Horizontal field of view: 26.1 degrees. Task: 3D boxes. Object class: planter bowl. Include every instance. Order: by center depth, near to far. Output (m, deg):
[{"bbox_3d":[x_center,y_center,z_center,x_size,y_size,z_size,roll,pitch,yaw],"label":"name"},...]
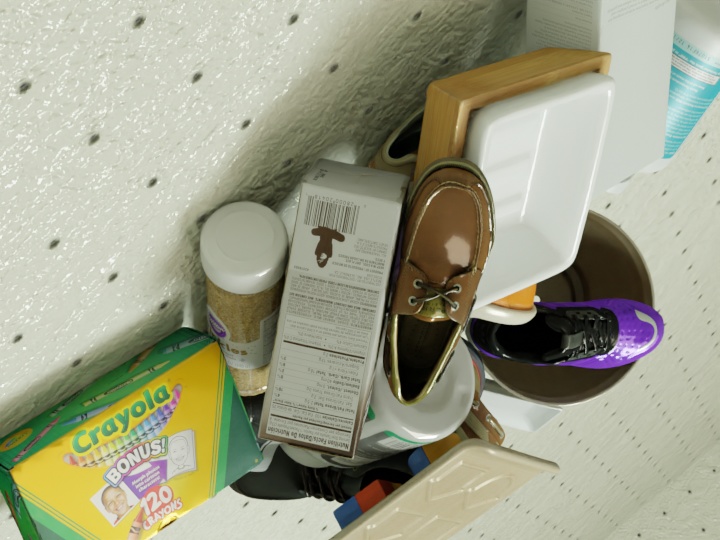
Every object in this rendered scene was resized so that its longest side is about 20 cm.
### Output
[{"bbox_3d":[0.195,0.034,1.627,0.200,0.201,0.135,-42,-176,-3],"label":"planter bowl"}]

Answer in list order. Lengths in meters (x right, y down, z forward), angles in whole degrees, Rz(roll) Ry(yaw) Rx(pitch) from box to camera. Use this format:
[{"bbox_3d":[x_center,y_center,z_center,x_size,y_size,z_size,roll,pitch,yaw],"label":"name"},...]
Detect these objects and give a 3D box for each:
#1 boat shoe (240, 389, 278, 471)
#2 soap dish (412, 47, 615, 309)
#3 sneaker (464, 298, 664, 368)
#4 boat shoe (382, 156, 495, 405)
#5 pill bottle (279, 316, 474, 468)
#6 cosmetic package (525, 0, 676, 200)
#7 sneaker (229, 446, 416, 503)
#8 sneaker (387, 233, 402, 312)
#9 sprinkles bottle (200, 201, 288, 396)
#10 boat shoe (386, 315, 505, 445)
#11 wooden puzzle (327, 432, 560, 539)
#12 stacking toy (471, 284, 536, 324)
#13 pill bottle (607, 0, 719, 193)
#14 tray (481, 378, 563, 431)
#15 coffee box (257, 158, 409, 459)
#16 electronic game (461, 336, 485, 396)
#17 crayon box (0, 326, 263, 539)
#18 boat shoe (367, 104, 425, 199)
[{"bbox_3d":[-0.109,0.143,1.403,0.067,0.075,0.199,-2,170,-15],"label":"boat shoe"},{"bbox_3d":[0.112,-0.075,1.227,0.156,0.081,0.202,-21,136,-33],"label":"soap dish"},{"bbox_3d":[0.204,0.065,1.510,0.197,0.071,0.100,-1,-177,-4],"label":"sneaker"},{"bbox_3d":[0.059,0.014,1.161,0.068,0.071,0.202,-81,179,-53],"label":"boat shoe"},{"bbox_3d":[0.004,0.112,1.380,0.112,0.114,0.199,-27,180,-35],"label":"pill bottle"},{"bbox_3d":[0.197,-0.173,1.282,0.112,0.081,0.202,-27,130,-38],"label":"cosmetic package"},{"bbox_3d":[-0.038,0.192,1.501,0.197,0.076,0.106,-12,-160,3],"label":"sneaker"},{"bbox_3d":[0.000,0.000,1.368,0.199,0.088,0.075,-29,177,37],"label":"sneaker"},{"bbox_3d":[-0.091,0.027,1.245,0.068,0.068,0.201,-34,156,-22],"label":"sprinkles bottle"},{"bbox_3d":[0.076,0.116,1.487,0.074,0.075,0.201,-46,123,-24],"label":"boat shoe"},{"bbox_3d":[0.063,0.204,1.409,0.199,0.047,0.185,-34,154,17],"label":"wooden puzzle"},{"bbox_3d":[0.124,-0.064,1.434,0.146,0.145,0.202,1,112,-60],"label":"stacking toy"},{"bbox_3d":[0.276,-0.171,1.476,0.110,0.111,0.201,-13,142,-52],"label":"pill bottle"},{"bbox_3d":[0.108,0.129,1.648,0.108,0.197,0.022,120,-17,-68],"label":"tray"},{"bbox_3d":[-0.019,0.027,1.203,0.114,0.079,0.203,-66,167,-75],"label":"coffee box"},{"bbox_3d":[0.027,0.121,1.549,0.197,0.042,0.201,-7,139,-6],"label":"electronic game"},{"bbox_3d":[-0.185,0.147,1.233,0.199,0.058,0.120,-32,117,-27],"label":"crayon box"},{"bbox_3d":[0.091,-0.116,1.302,0.199,0.075,0.069,-36,158,-25],"label":"boat shoe"}]
